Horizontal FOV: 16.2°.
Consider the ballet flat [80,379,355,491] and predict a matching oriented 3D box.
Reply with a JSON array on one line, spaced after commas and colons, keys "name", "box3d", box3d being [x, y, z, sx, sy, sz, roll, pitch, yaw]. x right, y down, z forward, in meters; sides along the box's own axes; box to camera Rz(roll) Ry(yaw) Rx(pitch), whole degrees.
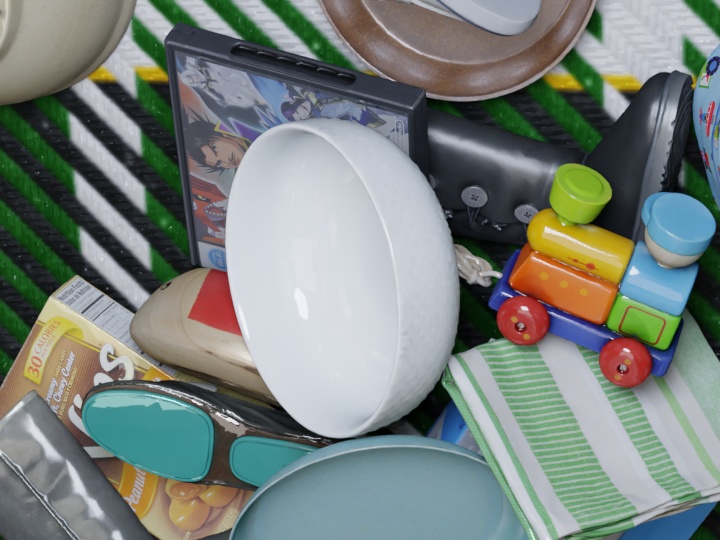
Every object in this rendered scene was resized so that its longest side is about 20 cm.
[{"name": "ballet flat", "box3d": [-0.091, 0.114, 1.728, 0.198, 0.068, 0.069, 17, 112, 6]}]

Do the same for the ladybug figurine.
[{"name": "ladybug figurine", "box3d": [-0.058, 0.052, 1.730, 0.198, 0.136, 0.072, 19, 83, 2]}]

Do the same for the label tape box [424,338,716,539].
[{"name": "label tape box", "box3d": [0.144, 0.143, 1.679, 0.199, 0.066, 0.144, 22, 135, -8]}]

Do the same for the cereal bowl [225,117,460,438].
[{"name": "cereal bowl", "box3d": [0.000, 0.000, 1.594, 0.200, 0.083, 0.202, 26, 122, 51]}]

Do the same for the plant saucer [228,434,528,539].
[{"name": "plant saucer", "box3d": [0.012, 0.167, 1.640, 0.198, 0.028, 0.201, -4, 138, -3]}]

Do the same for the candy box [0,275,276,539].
[{"name": "candy box", "box3d": [-0.156, 0.109, 1.811, 0.199, 0.055, 0.116, 33, 113, 3]}]

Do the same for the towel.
[{"name": "towel", "box3d": [0.160, 0.093, 1.611, 0.153, 0.199, 0.023, 60, 145, 24]}]

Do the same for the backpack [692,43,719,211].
[{"name": "backpack", "box3d": [0.304, -0.080, 1.554, 0.198, 0.135, 0.184, -13, 105, 16]}]

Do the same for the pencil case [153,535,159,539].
[{"name": "pencil case", "box3d": [-0.137, 0.246, 1.838, 0.199, 0.087, 0.083, 24, 137, 9]}]

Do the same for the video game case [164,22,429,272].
[{"name": "video game case", "box3d": [-0.039, -0.058, 1.678, 0.179, 0.026, 0.201, 17, 137, 20]}]

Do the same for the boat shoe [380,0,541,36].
[{"name": "boat shoe", "box3d": [0.023, -0.206, 1.614, 0.199, 0.071, 0.070, 33, 142, 0]}]

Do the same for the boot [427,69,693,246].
[{"name": "boot", "box3d": [0.106, -0.080, 1.646, 0.199, 0.066, 0.166, 18, 129, 13]}]

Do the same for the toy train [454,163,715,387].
[{"name": "toy train", "box3d": [0.119, -0.019, 1.597, 0.199, 0.085, 0.116, 22, 128, 4]}]

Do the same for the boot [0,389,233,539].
[{"name": "boot", "box3d": [-0.171, 0.166, 1.769, 0.181, 0.073, 0.201, -38, 80, 13]}]

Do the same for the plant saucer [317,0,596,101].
[{"name": "plant saucer", "box3d": [0.063, -0.211, 1.646, 0.198, 0.035, 0.202, 6, 111, 15]}]

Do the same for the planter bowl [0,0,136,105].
[{"name": "planter bowl", "box3d": [-0.263, -0.198, 1.696, 0.198, 0.135, 0.202, 5, 109, 15]}]
